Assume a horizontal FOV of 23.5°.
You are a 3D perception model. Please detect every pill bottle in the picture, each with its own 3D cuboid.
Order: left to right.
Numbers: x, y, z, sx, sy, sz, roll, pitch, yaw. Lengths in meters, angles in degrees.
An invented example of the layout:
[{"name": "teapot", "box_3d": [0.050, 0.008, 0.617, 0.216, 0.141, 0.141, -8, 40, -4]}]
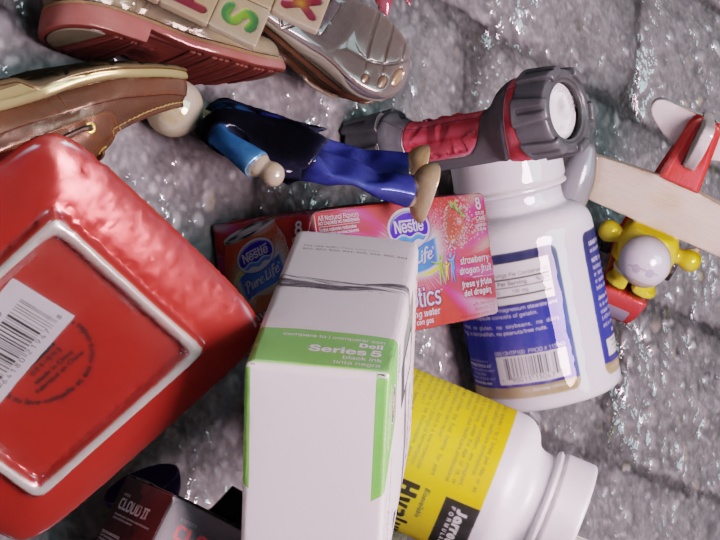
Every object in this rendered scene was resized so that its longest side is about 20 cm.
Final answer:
[{"name": "pill bottle", "box_3d": [0.059, 0.136, 1.211, 0.111, 0.199, 0.112, 21, 90, -86]}, {"name": "pill bottle", "box_3d": [0.134, 0.003, 1.388, 0.119, 0.119, 0.201, -20, 101, -49]}]

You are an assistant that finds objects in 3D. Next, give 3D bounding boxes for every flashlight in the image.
[{"name": "flashlight", "box_3d": [0.072, -0.104, 1.262, 0.068, 0.199, 0.068, -9, 93, -50]}]

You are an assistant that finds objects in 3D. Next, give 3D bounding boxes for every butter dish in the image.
[{"name": "butter dish", "box_3d": [-0.195, 0.016, 0.985, 0.200, 0.148, 0.199, -41, 128, 4]}]

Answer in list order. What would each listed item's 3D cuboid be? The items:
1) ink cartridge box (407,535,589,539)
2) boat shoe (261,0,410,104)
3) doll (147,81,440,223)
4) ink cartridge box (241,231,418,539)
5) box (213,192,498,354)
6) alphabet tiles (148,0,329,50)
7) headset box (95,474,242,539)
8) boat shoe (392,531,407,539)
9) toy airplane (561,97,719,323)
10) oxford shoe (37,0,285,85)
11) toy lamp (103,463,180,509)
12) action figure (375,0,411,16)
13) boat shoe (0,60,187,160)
[{"name": "ink cartridge box", "box_3d": [0.099, 0.295, 1.294, 0.083, 0.146, 0.201, 22, 71, -48]}, {"name": "boat shoe", "box_3d": [-0.056, -0.187, 1.221, 0.200, 0.072, 0.076, 44, 65, -14]}, {"name": "doll", "box_3d": [-0.050, -0.085, 1.172, 0.199, 0.137, 0.049, 15, 109, -13]}, {"name": "ink cartridge box", "box_3d": [-0.015, 0.080, 1.043, 0.200, 0.083, 0.146, -73, 166, -66]}, {"name": "box", "box_3d": [0.000, 0.000, 1.243, 0.199, 0.099, 0.096, -9, 93, -50]}, {"name": "alphabet tiles", "box_3d": [-0.105, -0.231, 1.119, 0.199, 0.006, 0.167, 25, 55, -8]}, {"name": "headset box", "box_3d": [-0.105, 0.231, 1.051, 0.149, 0.077, 0.201, 33, 78, -29]}, {"name": "boat shoe", "box_3d": [-0.009, 0.233, 1.239, 0.075, 0.062, 0.201, 47, 38, -39]}, {"name": "toy airplane", "box_3d": [0.260, -0.044, 1.482, 0.200, 0.199, 0.141, 61, 33, -24]}, {"name": "oxford shoe", "box_3d": [-0.124, -0.170, 1.139, 0.200, 0.070, 0.075, 11, 72, -50]}, {"name": "toy lamp", "box_3d": [-0.105, 0.225, 1.127, 0.058, 0.058, 0.201, -37, 115, -45]}, {"name": "action figure", "box_3d": [-0.010, -0.276, 1.213, 0.201, 0.134, 0.149, 65, 19, 6]}, {"name": "boat shoe", "box_3d": [-0.188, -0.089, 1.055, 0.200, 0.072, 0.068, -18, 105, -43]}]
